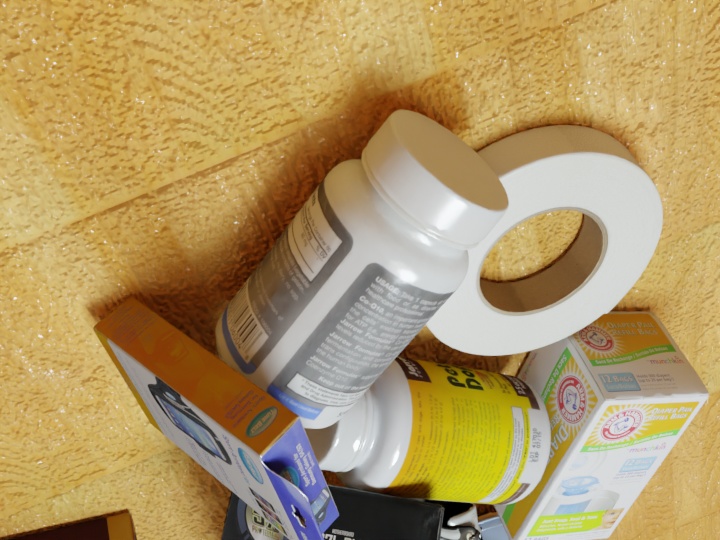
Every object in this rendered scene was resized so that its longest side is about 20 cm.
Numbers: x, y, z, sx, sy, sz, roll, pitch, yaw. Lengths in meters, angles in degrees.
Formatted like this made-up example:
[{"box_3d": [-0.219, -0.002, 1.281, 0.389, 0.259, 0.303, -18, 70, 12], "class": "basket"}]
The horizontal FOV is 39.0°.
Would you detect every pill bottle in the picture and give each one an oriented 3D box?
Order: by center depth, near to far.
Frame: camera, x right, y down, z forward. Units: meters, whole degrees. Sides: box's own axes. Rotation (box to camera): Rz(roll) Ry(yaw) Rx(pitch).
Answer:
[{"box_3d": [0.000, 0.000, 0.674, 0.113, 0.114, 0.200, 20, 122, -36], "class": "pill bottle"}, {"box_3d": [0.048, 0.128, 0.818, 0.198, 0.110, 0.110, 12, 126, -31], "class": "pill bottle"}]

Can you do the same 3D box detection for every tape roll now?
[{"box_3d": [0.131, -0.017, 0.769, 0.201, 0.037, 0.204, -12, 134, -12], "class": "tape roll"}]

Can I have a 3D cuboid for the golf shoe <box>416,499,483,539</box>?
[{"box_3d": [0.098, 0.274, 0.967, 0.199, 0.078, 0.095, 36, 101, -16], "class": "golf shoe"}]

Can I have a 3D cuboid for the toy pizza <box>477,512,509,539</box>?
[{"box_3d": [0.133, 0.310, 1.084, 0.198, 0.032, 0.201, -11, 136, -11], "class": "toy pizza"}]

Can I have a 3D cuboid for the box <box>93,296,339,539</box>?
[{"box_3d": [-0.090, 0.107, 0.685, 0.041, 0.199, 0.120, -44, 143, -25], "class": "box"}]

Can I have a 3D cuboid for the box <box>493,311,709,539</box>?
[{"box_3d": [0.196, 0.140, 0.898, 0.111, 0.102, 0.201, 1, 131, -24], "class": "box"}]

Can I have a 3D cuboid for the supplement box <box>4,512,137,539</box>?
[{"box_3d": [-0.263, 0.334, 0.821, 0.198, 0.198, 0.134, -10, 135, -14], "class": "supplement box"}]

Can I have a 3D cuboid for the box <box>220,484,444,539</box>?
[{"box_3d": [-0.024, 0.241, 0.830, 0.162, 0.087, 0.200, 9, 154, 4], "class": "box"}]
